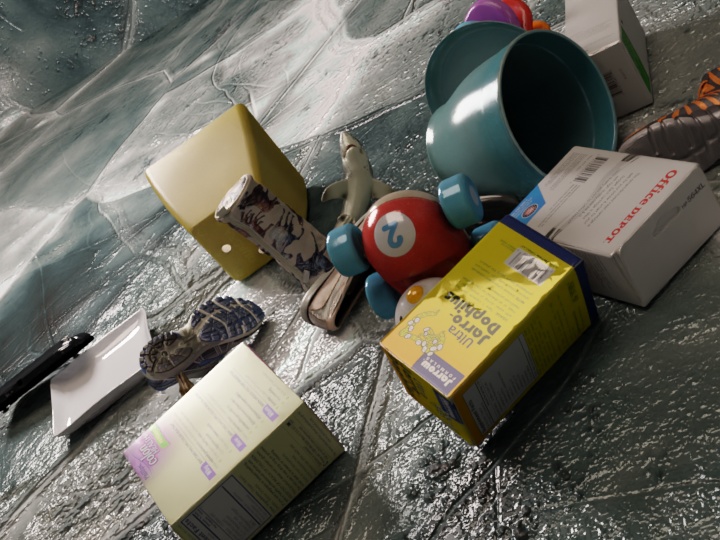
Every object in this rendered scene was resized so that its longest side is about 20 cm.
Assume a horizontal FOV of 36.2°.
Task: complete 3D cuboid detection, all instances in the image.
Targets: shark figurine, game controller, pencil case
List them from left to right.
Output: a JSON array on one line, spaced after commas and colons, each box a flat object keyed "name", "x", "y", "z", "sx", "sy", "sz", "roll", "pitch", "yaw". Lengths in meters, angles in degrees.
[{"name": "game controller", "x": -0.537, "y": 0.172, "z": 1.862, "sx": 0.200, "sy": 0.042, "sz": 0.104, "roll": -36, "pitch": -5, "yaw": 14}, {"name": "pencil case", "x": -0.116, "y": -0.050, "z": 1.554, "sx": 0.078, "sy": 0.200, "sz": 0.090, "roll": -34, "pitch": 30, "yaw": 30}, {"name": "shark figurine", "x": -0.028, "y": -0.085, "z": 1.665, "sx": 0.215, "sy": 0.128, "sz": 0.090, "roll": -59, "pitch": 4, "yaw": -3}]

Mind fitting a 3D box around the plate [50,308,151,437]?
[{"name": "plate", "x": -0.405, "y": 0.165, "z": 1.752, "sx": 0.200, "sy": 0.032, "sz": 0.200, "roll": -38, "pitch": 26, "yaw": 0}]

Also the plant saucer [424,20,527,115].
[{"name": "plant saucer", "x": 0.186, "y": -0.248, "z": 1.501, "sx": 0.200, "sy": 0.200, "sz": 0.027, "roll": -18, "pitch": 23, "yaw": 34}]

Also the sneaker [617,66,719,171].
[{"name": "sneaker", "x": 0.394, "y": -0.173, "z": 1.284, "sx": 0.199, "sy": 0.078, "sz": 0.112, "roll": -18, "pitch": 28, "yaw": 13}]

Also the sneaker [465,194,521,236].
[{"name": "sneaker", "x": 0.126, "y": -0.072, "z": 1.438, "sx": 0.200, "sy": 0.076, "sz": 0.116, "roll": -23, "pitch": 28, "yaw": 29}]

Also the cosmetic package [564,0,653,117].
[{"name": "cosmetic package", "x": 0.335, "y": -0.301, "z": 1.500, "sx": 0.085, "sy": 0.108, "sz": 0.200, "roll": -22, "pitch": 32, "yaw": 27}]

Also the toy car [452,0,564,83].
[{"name": "toy car", "x": 0.205, "y": -0.321, "z": 1.595, "sx": 0.175, "sy": 0.150, "sz": 0.200, "roll": -6, "pitch": 10, "yaw": 46}]

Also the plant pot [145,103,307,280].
[{"name": "plant pot", "x": -0.197, "y": -0.106, "z": 1.762, "sx": 0.200, "sy": 0.200, "sz": 0.177, "roll": -35, "pitch": 39, "yaw": 6}]

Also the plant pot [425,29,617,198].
[{"name": "plant pot", "x": 0.191, "y": -0.178, "z": 1.411, "sx": 0.188, "sy": 0.200, "sz": 0.200, "roll": -21, "pitch": 30, "yaw": 53}]

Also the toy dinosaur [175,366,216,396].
[{"name": "toy dinosaur", "x": -0.191, "y": 0.194, "z": 1.449, "sx": 0.101, "sy": 0.058, "sz": 0.200, "roll": -48, "pitch": 37, "yaw": 17}]

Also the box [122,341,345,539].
[{"name": "box", "x": -0.151, "y": 0.212, "z": 1.289, "sx": 0.200, "sy": 0.097, "sz": 0.176, "roll": -42, "pitch": 34, "yaw": -10}]

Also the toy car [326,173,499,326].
[{"name": "toy car", "x": 0.076, "y": 0.025, "z": 1.264, "sx": 0.184, "sy": 0.177, "sz": 0.200, "roll": -23, "pitch": 43, "yaw": 20}]

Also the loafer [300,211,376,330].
[{"name": "loafer", "x": 0.000, "y": 0.000, "z": 1.497, "sx": 0.063, "sy": 0.072, "sz": 0.200, "roll": 24, "pitch": 70, "yaw": 41}]

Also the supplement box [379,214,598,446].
[{"name": "supplement box", "x": 0.136, "y": 0.061, "z": 1.147, "sx": 0.200, "sy": 0.109, "sz": 0.109, "roll": -44, "pitch": 51, "yaw": -13}]

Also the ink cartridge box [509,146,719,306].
[{"name": "ink cartridge box", "x": 0.274, "y": -0.053, "z": 1.218, "sx": 0.146, "sy": 0.084, "sz": 0.200, "roll": -44, "pitch": 29, "yaw": -13}]

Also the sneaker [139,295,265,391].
[{"name": "sneaker", "x": -0.227, "y": 0.107, "z": 1.580, "sx": 0.200, "sy": 0.085, "sz": 0.077, "roll": -27, "pitch": 59, "yaw": -25}]
